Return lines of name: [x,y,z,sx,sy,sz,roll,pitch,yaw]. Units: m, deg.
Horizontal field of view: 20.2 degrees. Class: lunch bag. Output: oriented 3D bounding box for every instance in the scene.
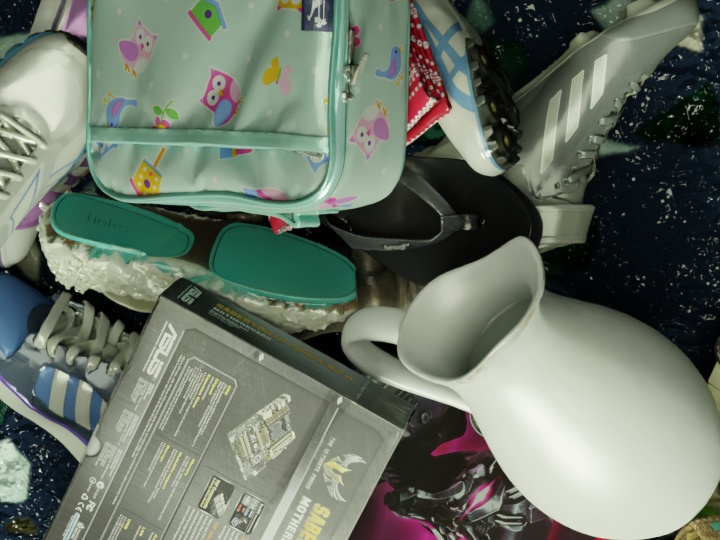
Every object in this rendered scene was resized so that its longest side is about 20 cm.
lunch bag: [-0.064,-0.106,1.115,0.199,0.077,0.162,4,90,38]

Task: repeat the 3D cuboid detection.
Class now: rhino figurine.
rhino figurine: [0.000,0.000,1.236,0.198,0.060,0.088,-3,100,8]

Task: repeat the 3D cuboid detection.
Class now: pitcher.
pitcher: [0.099,0.071,1.152,0.200,0.122,0.171,37,153,-33]

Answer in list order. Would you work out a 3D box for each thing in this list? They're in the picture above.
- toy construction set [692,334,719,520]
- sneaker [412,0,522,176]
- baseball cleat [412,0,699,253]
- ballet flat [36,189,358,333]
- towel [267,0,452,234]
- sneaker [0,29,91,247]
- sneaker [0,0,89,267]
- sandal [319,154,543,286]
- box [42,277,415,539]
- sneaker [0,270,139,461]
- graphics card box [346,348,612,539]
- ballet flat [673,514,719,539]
toy construction set: [0.263,0.099,1.204,0.130,0.092,0.201,31,101,21]
sneaker: [0.034,-0.128,1.156,0.072,0.072,0.201,-33,59,12]
baseball cleat: [0.128,-0.077,1.181,0.199,0.070,0.107,-34,81,14]
ballet flat: [-0.095,0.003,1.195,0.198,0.072,0.072,16,106,8]
towel: [-0.034,-0.142,1.158,0.144,0.022,0.202,-34,66,33]
sneaker: [-0.215,-0.047,1.165,0.075,0.087,0.201,33,101,-9]
sneaker: [-0.162,-0.080,1.234,0.113,0.073,0.202,22,106,-1]
sandal: [0.009,-0.040,1.165,0.199,0.043,0.077,21,103,21]
box: [-0.082,0.130,1.151,0.157,0.048,0.201,27,104,3]
sneaker: [-0.142,0.050,1.240,0.146,0.081,0.200,-31,108,34]
graphics card box: [0.070,0.134,1.237,0.198,0.051,0.127,18,74,5]
ballet flat: [0.168,0.220,1.189,0.065,0.071,0.201,17,112,-33]
